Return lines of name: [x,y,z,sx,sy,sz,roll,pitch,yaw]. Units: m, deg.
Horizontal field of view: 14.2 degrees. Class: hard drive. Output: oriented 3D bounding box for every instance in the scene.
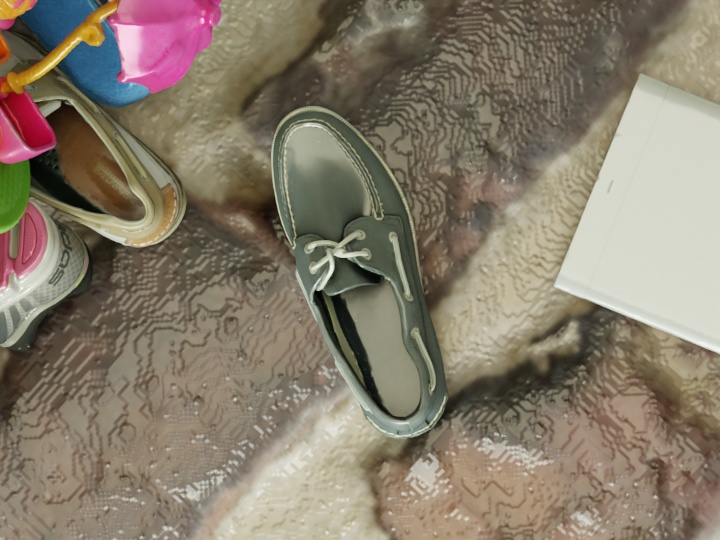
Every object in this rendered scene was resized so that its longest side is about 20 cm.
hard drive: [0.227,-0.014,1.653,0.200,0.026,0.132,22,93,4]

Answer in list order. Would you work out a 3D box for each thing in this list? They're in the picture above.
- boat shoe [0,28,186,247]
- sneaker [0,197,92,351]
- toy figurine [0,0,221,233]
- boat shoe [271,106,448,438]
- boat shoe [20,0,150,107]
boat shoe: [-0.188,-0.086,1.661,0.200,0.068,0.075,33,94,3]
sneaker: [-0.233,0.024,1.666,0.200,0.087,0.074,-30,64,25]
toy figurine: [-0.163,-0.146,1.526,0.184,0.150,0.200,-26,91,21]
boat shoe: [0.000,0.000,1.652,0.073,0.062,0.200,-19,90,5]
boat shoe: [-0.178,-0.186,1.660,0.084,0.069,0.200,-21,103,37]
